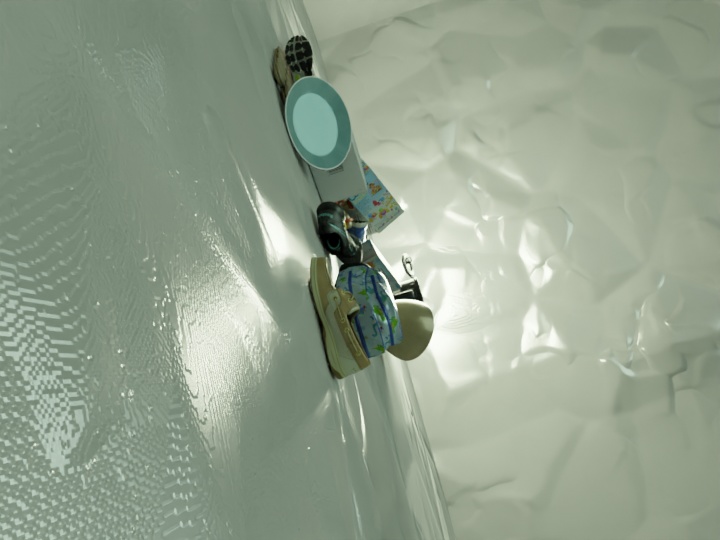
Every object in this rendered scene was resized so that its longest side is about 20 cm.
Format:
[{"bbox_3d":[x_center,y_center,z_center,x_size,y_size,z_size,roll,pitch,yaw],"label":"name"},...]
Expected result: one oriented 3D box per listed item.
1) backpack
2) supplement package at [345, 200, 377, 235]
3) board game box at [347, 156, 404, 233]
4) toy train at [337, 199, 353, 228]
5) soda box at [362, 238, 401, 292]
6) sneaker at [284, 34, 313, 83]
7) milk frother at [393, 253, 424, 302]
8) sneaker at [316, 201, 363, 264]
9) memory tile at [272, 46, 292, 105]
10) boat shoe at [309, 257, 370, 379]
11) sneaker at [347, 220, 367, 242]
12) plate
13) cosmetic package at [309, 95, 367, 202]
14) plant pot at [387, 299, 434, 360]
[{"bbox_3d":[0.008,0.080,1.004,0.200,0.153,0.164,-44,125,-70],"label":"backpack"},{"bbox_3d":[-0.017,-0.226,1.789,0.200,0.110,0.157,68,8,-56],"label":"supplement package"},{"bbox_3d":[0.023,-0.221,1.593,0.200,0.105,0.103,45,8,-45],"label":"board game box"},{"bbox_3d":[-0.056,-0.187,1.539,0.200,0.055,0.151,-97,170,-61],"label":"toy train"},{"bbox_3d":[0.050,-0.004,1.600,0.200,0.063,0.069,51,11,-51],"label":"soda box"},{"bbox_3d":[-0.161,-0.534,1.494,0.085,0.076,0.202,-176,-104,-83],"label":"sneaker"},{"bbox_3d":[0.137,0.060,2.159,0.181,0.187,0.201,63,11,-70],"label":"milk frother"},{"bbox_3d":[-0.050,-0.058,1.193,0.200,0.075,0.080,59,28,-49],"label":"sneaker"},{"bbox_3d":[-0.167,-0.414,1.248,0.201,0.017,0.154,-100,173,-55],"label":"memory tile"},{"bbox_3d":[-0.032,0.069,0.880,0.074,0.066,0.201,53,21,-77],"label":"boat shoe"},{"bbox_3d":[-0.021,-0.109,1.675,0.200,0.078,0.090,-117,-147,-85],"label":"sneaker"},{"bbox_3d":[-0.094,-0.318,1.191,0.199,0.025,0.202,3,86,-48],"label":"plate"},{"bbox_3d":[-0.071,-0.308,1.389,0.200,0.122,0.200,-101,173,-59],"label":"cosmetic package"},{"bbox_3d":[0.120,0.178,1.768,0.134,0.200,0.201,23,39,-35],"label":"plant pot"}]
